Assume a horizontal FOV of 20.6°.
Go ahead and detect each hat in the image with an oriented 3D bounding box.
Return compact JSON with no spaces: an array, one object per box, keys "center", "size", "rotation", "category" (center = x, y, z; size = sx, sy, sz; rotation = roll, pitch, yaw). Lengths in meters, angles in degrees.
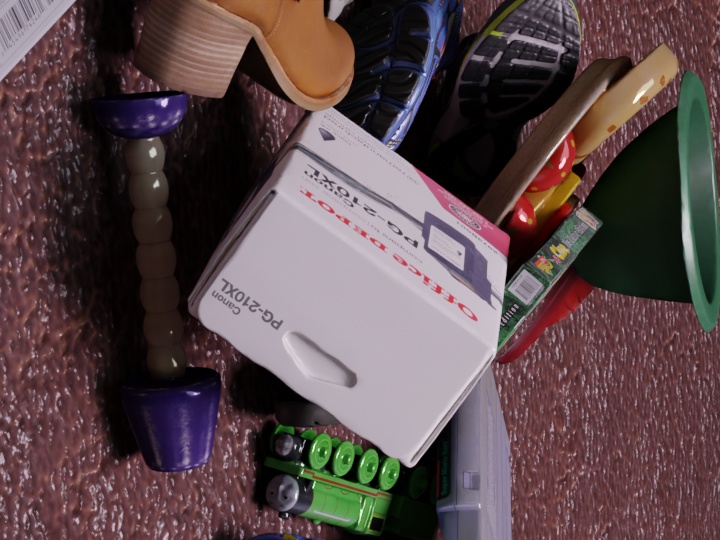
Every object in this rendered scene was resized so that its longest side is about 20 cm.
[{"center":[0.151,-0.029,1.359],"size":[0.166,0.175,0.202],"rotation":[-17,103,-72],"category":"hat"}]

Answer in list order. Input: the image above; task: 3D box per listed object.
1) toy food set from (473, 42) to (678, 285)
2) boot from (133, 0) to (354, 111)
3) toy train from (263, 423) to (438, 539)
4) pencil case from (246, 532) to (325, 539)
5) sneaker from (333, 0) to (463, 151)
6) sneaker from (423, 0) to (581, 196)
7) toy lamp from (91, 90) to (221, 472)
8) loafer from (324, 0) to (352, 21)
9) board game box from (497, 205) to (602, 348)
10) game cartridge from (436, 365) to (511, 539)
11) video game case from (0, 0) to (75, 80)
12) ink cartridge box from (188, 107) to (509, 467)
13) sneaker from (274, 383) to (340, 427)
[{"center":[0.124,-0.059,1.300],"size":[0.200,0.049,0.198],"rotation":[-51,175,-22],"category":"toy food set"},{"center":[-0.037,-0.174,1.085],"size":[0.200,0.077,0.156],"rotation":[-1,121,-57],"category":"boot"},{"center":[-0.003,0.140,1.261],"size":[0.200,0.042,0.057],"rotation":[25,80,-58],"category":"toy train"},{"center":[-0.008,0.205,1.212],"size":[0.200,0.078,0.087],"rotation":[23,95,-58],"category":"pencil case"},{"center":[0.031,-0.141,1.272],"size":[0.079,0.075,0.201],"rotation":[59,45,-48],"category":"sneaker"},{"center":[0.088,-0.133,1.313],"size":[0.200,0.073,0.081],"rotation":[123,-27,-55],"category":"sneaker"},{"center":[-0.106,0.007,1.057],"size":[0.058,0.058,0.202],"rotation":[-20,109,-58],"category":"toy lamp"},{"center":[-0.046,-0.220,1.135],"size":[0.200,0.069,0.070],"rotation":[57,39,-47],"category":"loafer"},{"center":[0.096,0.020,1.219],"size":[0.105,0.023,0.200],"rotation":[-50,175,18],"category":"board game box"},{"center":[0.077,0.148,1.333],"size":[0.201,0.038,0.130],"rotation":[-86,161,-48],"category":"game cartridge"},{"center":[-0.215,-0.151,0.896],"size":[0.200,0.024,0.183],"rotation":[-56,137,-41],"category":"video game case"},{"center":[0.000,0.000,1.078],"size":[0.085,0.144,0.200],"rotation":[-53,-174,18],"category":"ink cartridge box"},{"center":[-0.001,0.030,1.225],"size":[0.199,0.076,0.115],"rotation":[-29,114,-59],"category":"sneaker"}]
